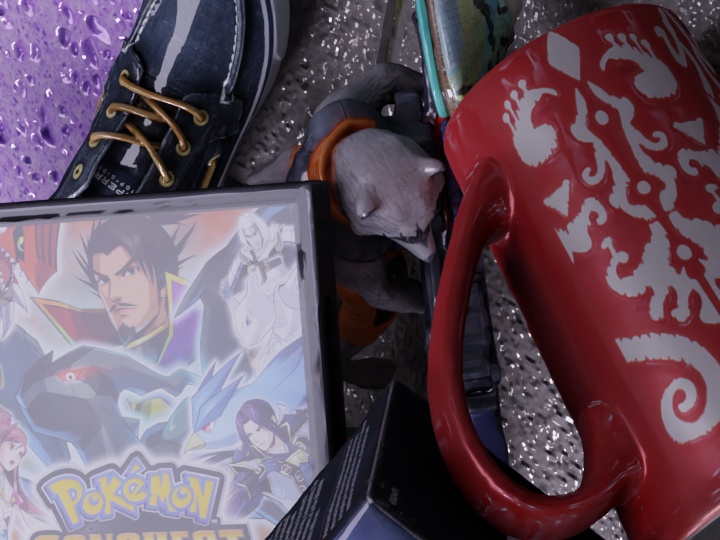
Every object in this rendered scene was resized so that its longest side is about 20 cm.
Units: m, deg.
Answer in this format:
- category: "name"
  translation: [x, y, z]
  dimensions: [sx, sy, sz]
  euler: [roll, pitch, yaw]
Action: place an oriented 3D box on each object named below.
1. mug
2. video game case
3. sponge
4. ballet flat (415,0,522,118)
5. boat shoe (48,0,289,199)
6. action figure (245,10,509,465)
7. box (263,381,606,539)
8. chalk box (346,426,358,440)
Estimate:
- category: "mug"
  translation: [0.109, 0.008, 1.040]
  dimensions: [0.133, 0.177, 0.201]
  euler: [-42, 63, 33]
- category: "video game case"
  translation: [-0.102, 0.060, 1.133]
  dimensions: [0.199, 0.025, 0.182]
  euler: [-3, 92, 20]
- category: "sponge"
  translation: [-0.140, -0.106, 1.336]
  dimensions: [0.200, 0.030, 0.112]
  euler: [-31, 102, 38]
- category: "ballet flat"
  translation: [0.043, -0.155, 1.122]
  dimensions: [0.074, 0.074, 0.201]
  euler: [-41, 53, 44]
- category: "boat shoe"
  translation: [-0.091, -0.065, 1.258]
  dimensions: [0.071, 0.091, 0.201]
  euler: [26, 126, 12]
- category: "action figure"
  translation: [0.000, 0.000, 1.179]
  dimensions: [0.194, 0.104, 0.201]
  euler: [123, 140, -70]
- category: "box"
  translation: [0.025, 0.191, 1.043]
  dimensions: [0.200, 0.123, 0.199]
  euler: [37, 109, -7]
- category: "chalk box"
  translation: [-0.072, 0.142, 1.227]
  dimensions: [0.124, 0.199, 0.126]
  euler: [-28, 65, 47]
